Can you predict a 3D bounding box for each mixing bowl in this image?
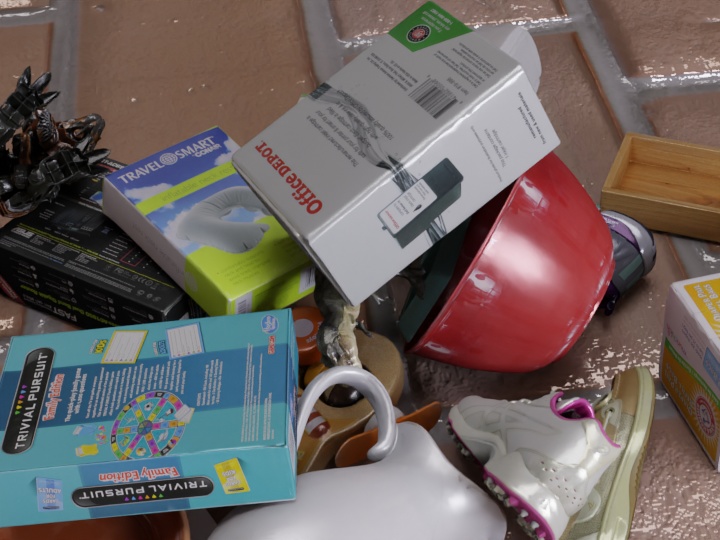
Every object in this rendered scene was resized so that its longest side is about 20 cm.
[{"bbox_3d":[0.128,0.005,1.190,0.108,0.200,0.201,31,43,-2],"label":"mixing bowl"}]

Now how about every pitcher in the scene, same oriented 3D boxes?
[{"bbox_3d":[-0.026,0.165,1.015,0.199,0.121,0.172,-27,71,-33],"label":"pitcher"}]

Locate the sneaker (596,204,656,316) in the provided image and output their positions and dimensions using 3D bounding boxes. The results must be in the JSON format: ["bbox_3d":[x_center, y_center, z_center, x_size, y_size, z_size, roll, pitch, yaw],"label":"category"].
[{"bbox_3d":[0.149,-0.030,1.303,0.199,0.075,0.088,23,52,29],"label":"sneaker"}]

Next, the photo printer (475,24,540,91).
[{"bbox_3d":[0.040,-0.138,1.317,0.199,0.070,0.167,-7,31,31],"label":"photo printer"}]

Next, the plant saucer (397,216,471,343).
[{"bbox_3d":[0.066,-0.017,1.247,0.019,0.070,0.200,29,30,-4],"label":"plant saucer"}]

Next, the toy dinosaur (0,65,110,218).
[{"bbox_3d":[-0.280,-0.082,1.276,0.102,0.136,0.201,36,49,-15],"label":"toy dinosaur"}]

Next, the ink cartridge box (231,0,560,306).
[{"bbox_3d":[0.023,-0.089,1.127,0.200,0.083,0.147,-38,40,-3],"label":"ink cartridge box"}]

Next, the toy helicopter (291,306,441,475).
[{"bbox_3d":[-0.026,0.128,1.125,0.131,0.079,0.201,14,55,22],"label":"toy helicopter"}]

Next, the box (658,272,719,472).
[{"bbox_3d":[0.341,0.061,1.152,0.199,0.102,0.113,-11,39,-10],"label":"box"}]

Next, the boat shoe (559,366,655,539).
[{"bbox_3d":[0.169,0.143,1.088,0.063,0.073,0.201,12,48,11],"label":"boat shoe"}]

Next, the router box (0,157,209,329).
[{"bbox_3d":[-0.196,-0.015,1.307,0.199,0.062,0.150,20,45,26],"label":"router box"}]

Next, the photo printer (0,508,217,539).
[{"bbox_3d":[-0.205,0.188,1.053,0.199,0.070,0.166,30,49,33],"label":"photo printer"}]

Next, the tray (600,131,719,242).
[{"bbox_3d":[0.323,-0.067,1.364,0.199,0.037,0.099,13,41,17],"label":"tray"}]

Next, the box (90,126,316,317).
[{"bbox_3d":[-0.119,-0.042,1.248,0.122,0.048,0.200,-27,53,-31],"label":"box"}]

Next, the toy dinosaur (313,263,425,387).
[{"bbox_3d":[0.000,0.000,1.160,0.087,0.048,0.201,-5,43,-7],"label":"toy dinosaur"}]

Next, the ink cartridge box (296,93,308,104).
[{"bbox_3d":[-0.010,-0.088,1.400,0.144,0.048,0.201,7,42,12],"label":"ink cartridge box"}]

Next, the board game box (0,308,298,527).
[{"bbox_3d":[-0.142,0.095,1.009,0.198,0.047,0.151,-6,33,3],"label":"board game box"}]

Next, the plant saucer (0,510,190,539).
[{"bbox_3d":[-0.206,0.189,0.972,0.199,0.032,0.201,-2,39,2],"label":"plant saucer"}]

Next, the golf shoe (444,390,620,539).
[{"bbox_3d":[0.121,0.121,1.067,0.091,0.075,0.200,-43,18,0],"label":"golf shoe"}]
